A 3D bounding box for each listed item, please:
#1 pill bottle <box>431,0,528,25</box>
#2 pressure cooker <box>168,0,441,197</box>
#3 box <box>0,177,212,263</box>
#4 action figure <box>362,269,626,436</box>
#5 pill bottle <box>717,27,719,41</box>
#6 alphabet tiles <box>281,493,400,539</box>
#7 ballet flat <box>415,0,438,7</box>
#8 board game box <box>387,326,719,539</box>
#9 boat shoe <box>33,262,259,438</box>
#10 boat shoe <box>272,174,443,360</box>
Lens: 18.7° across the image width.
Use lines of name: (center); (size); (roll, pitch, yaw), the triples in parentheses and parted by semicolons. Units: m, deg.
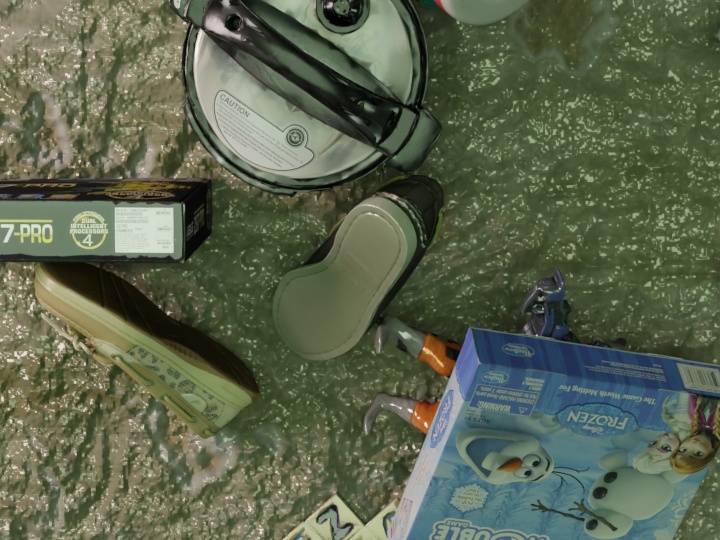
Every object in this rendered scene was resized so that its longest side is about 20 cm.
pill bottle: (0.040, -0.264, 1.511); (0.112, 0.112, 0.200); (-51, 55, 7)
pressure cooker: (-0.039, -0.145, 1.521); (0.174, 0.200, 0.180); (-9, 97, 1)
box: (-0.212, -0.036, 1.562); (0.198, 0.161, 0.050); (0, 96, 4)
action figure: (0.104, 0.058, 1.587); (0.192, 0.105, 0.201); (3, 128, -3)
pill bottle: (0.358, -0.133, 1.548); (0.111, 0.111, 0.200); (-44, 93, 7)
alphabet tiles: (0.011, 0.275, 1.668); (0.166, 0.006, 0.200); (-42, 93, 6)
ballet flat: (0.123, -0.249, 1.579); (0.199, 0.069, 0.063); (-20, 68, 2)
board game box: (0.142, 0.142, 1.559); (0.198, 0.044, 0.200); (9, 127, -15)
boat shoe: (-0.163, 0.059, 1.589); (0.199, 0.073, 0.063); (35, 106, -28)
boat shoe: (0.000, 0.000, 1.567); (0.072, 0.201, 0.061); (47, 53, 3)
